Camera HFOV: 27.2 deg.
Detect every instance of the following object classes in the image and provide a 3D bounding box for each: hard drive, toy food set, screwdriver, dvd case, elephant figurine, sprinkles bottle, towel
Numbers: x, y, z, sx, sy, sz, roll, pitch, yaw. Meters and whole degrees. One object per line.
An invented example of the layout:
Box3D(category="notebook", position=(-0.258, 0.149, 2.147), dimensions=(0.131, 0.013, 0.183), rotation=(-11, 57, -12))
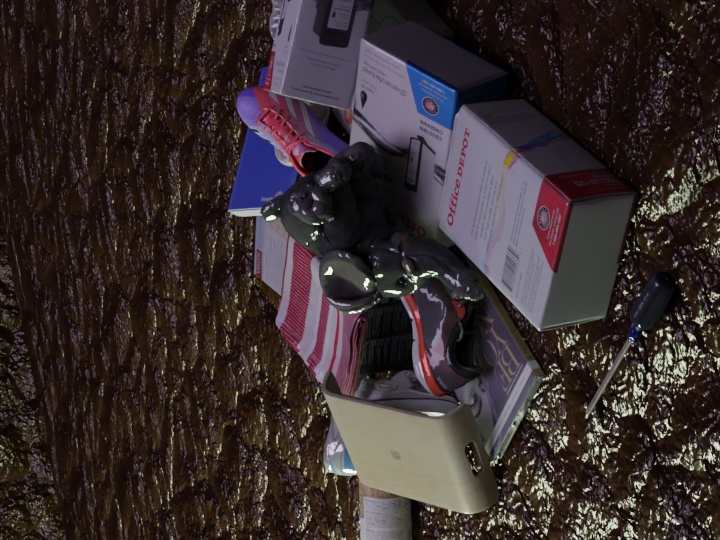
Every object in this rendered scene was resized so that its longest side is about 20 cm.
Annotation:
Box3D(category="hard drive", position=(-0.103, -0.171, 1.911), dimensions=(0.132, 0.025, 0.201), rotation=(-1, 72, 49))
Box3D(category="toy food set", position=(0.056, 0.189, 1.688), dimensions=(0.199, 0.060, 0.144), rotation=(9, 132, 38))
Box3D(category="screwdriver", position=(0.252, 0.077, 1.399), dimensions=(0.029, 0.028, 0.201), rotation=(33, 135, 20))
Box3D(category="dvd case", position=(0.130, 0.088, 1.653), dimensions=(0.200, 0.016, 0.149), rotation=(61, 147, 35))
Box3D(category="elephant figurine", position=(0.011, -0.022, 1.555), dimensions=(0.200, 0.141, 0.155), rotation=(53, 178, -8))
Box3D(category="sprinkles bottle", position=(0.031, 0.298, 1.855), dimensions=(0.068, 0.068, 0.201), rotation=(18, 114, 61))
Box3D(category="towel", position=(-0.052, 0.059, 1.808), dimensions=(0.200, 0.023, 0.145), rotation=(49, 139, 46))

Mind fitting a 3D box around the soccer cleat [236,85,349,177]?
Box3D(category="soccer cleat", position=(-0.075, -0.156, 1.760), dimensions=(0.200, 0.076, 0.067), rotation=(39, 113, 16))

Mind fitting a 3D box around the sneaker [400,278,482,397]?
Box3D(category="sneaker", position=(0.096, 0.034, 1.637), dimensions=(0.082, 0.077, 0.201), rotation=(-18, 80, 36))

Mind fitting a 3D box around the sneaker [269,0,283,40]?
Box3D(category="sneaker", position=(-0.070, -0.361, 1.866), dimensions=(0.200, 0.077, 0.112), rotation=(84, -160, -61))

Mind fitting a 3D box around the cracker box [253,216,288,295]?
Box3D(category="cracker box", position=(-0.076, -0.029, 1.983), dimensions=(0.200, 0.057, 0.135), rotation=(35, 127, 55))

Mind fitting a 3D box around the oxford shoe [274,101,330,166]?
Box3D(category="oxford shoe", position=(-0.066, -0.227, 1.819), dimensions=(0.075, 0.058, 0.201), rotation=(23, 93, 35))

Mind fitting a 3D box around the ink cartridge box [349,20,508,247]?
Box3D(category="ink cartridge box", position=(0.066, -0.141, 1.586), dimensions=(0.146, 0.084, 0.201), rotation=(33, 132, 34))

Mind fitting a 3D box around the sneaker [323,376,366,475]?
Box3D(category="sneaker", position=(-0.008, 0.163, 1.913), dimensions=(0.072, 0.072, 0.201), rotation=(57, -145, -85))

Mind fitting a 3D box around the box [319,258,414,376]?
Box3D(category="box", position=(0.000, 0.000, 1.807), dimensions=(0.164, 0.086, 0.201), rotation=(42, 134, 52))

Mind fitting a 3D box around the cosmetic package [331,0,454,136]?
Box3D(category="cosmetic package", position=(0.034, -0.226, 1.716), dimensions=(0.151, 0.051, 0.201), rotation=(-121, 34, -43))

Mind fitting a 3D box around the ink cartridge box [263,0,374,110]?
Box3D(category="ink cartridge box", position=(-0.039, -0.285, 1.632), dimensions=(0.145, 0.083, 0.201), rotation=(-141, 63, -76))

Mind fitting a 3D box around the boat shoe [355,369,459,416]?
Box3D(category="boat shoe", position=(0.057, 0.152, 1.770), dimensions=(0.200, 0.072, 0.066), rotation=(-12, 57, 59))

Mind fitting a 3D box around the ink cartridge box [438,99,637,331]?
Box3D(category="ink cartridge box", position=(0.168, -0.060, 1.458), dimensions=(0.200, 0.082, 0.146), rotation=(50, 141, 46))
